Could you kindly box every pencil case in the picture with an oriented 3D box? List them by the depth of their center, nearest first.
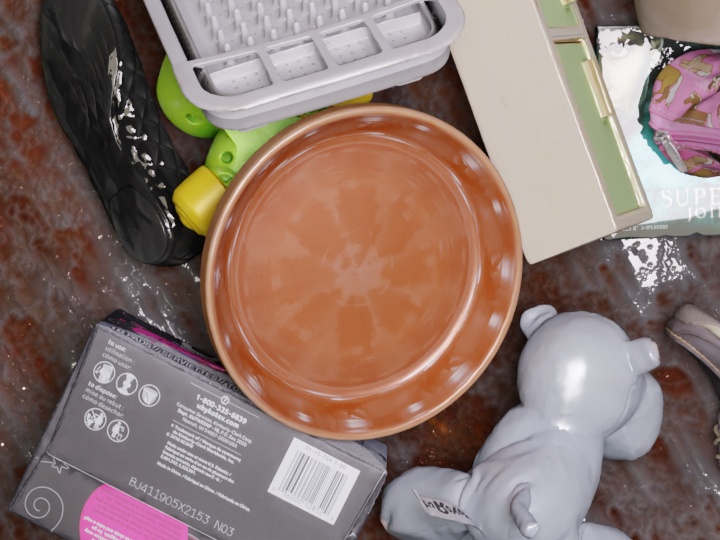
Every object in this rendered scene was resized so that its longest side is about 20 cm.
[{"bbox_3d":[0.248,-0.085,1.333,0.082,0.200,0.087,31,83,-26],"label":"pencil case"}]

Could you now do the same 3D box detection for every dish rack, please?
[{"bbox_3d":[-0.040,-0.157,1.382,0.170,0.201,0.044,-18,134,-8],"label":"dish rack"}]

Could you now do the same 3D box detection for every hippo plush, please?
[{"bbox_3d":[0.103,0.103,1.414,0.158,0.200,0.162,10,72,34],"label":"hippo plush"}]

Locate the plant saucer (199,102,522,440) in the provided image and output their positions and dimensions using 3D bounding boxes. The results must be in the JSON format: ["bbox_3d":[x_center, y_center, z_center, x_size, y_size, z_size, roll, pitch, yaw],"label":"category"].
[{"bbox_3d":[0.000,0.000,1.362,0.198,0.032,0.202,-5,105,-19],"label":"plant saucer"}]

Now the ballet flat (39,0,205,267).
[{"bbox_3d":[-0.152,-0.096,1.458,0.066,0.057,0.202,-21,89,31],"label":"ballet flat"}]

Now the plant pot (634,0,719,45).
[{"bbox_3d":[0.230,-0.221,1.358,0.198,0.200,0.175,6,99,1],"label":"plant pot"}]

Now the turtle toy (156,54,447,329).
[{"bbox_3d":[-0.048,-0.065,1.419,0.145,0.101,0.200,-39,96,-7],"label":"turtle toy"}]

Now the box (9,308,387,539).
[{"bbox_3d":[-0.096,0.126,1.432,0.199,0.115,0.133,27,94,-2],"label":"box"}]

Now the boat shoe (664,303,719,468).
[{"bbox_3d":[0.258,0.107,1.440,0.200,0.074,0.073,45,94,-1],"label":"boat shoe"}]

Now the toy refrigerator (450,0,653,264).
[{"bbox_3d":[0.110,-0.113,1.408,0.070,0.076,0.202,-21,87,26],"label":"toy refrigerator"}]

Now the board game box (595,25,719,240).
[{"bbox_3d":[0.248,-0.091,1.448,0.198,0.028,0.137,-3,95,2],"label":"board game box"}]
